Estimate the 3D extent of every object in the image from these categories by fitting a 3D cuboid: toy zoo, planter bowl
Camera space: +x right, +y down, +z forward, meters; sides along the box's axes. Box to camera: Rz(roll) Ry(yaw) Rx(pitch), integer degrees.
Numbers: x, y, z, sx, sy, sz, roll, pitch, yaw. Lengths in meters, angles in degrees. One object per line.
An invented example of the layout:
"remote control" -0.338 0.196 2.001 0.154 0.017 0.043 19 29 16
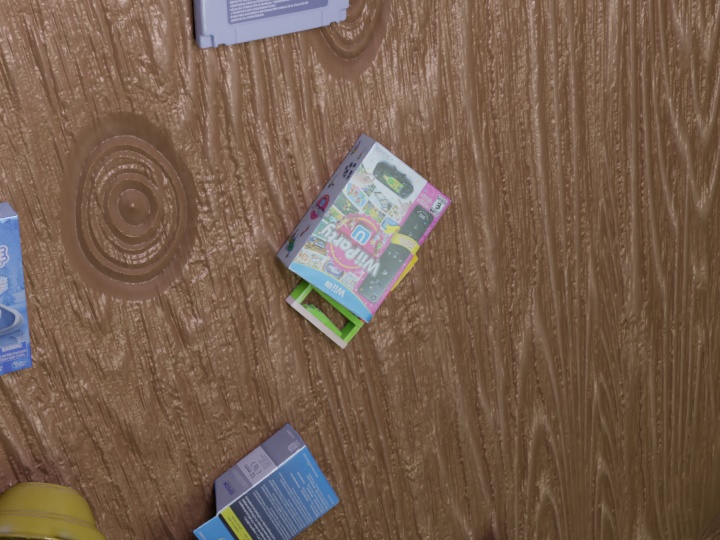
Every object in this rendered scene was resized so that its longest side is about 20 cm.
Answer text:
"toy zoo" 0.000 0.000 1.652 0.200 0.020 0.131 -49 133 -2
"planter bowl" -0.400 0.317 1.474 0.200 0.199 0.084 30 52 -43

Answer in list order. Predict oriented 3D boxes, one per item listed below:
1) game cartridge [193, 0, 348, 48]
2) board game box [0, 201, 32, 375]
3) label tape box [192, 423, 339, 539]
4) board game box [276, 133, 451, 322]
"game cartridge" -0.103 -0.340 1.367 0.198 0.041 0.134 -17 128 -28
"board game box" -0.474 0.040 1.311 0.198 0.043 0.201 -15 122 -29
"label tape box" -0.145 0.341 1.717 0.199 0.066 0.144 -35 131 -11
"board game box" 0.005 -0.055 1.571 0.147 0.064 0.201 34 92 -27
